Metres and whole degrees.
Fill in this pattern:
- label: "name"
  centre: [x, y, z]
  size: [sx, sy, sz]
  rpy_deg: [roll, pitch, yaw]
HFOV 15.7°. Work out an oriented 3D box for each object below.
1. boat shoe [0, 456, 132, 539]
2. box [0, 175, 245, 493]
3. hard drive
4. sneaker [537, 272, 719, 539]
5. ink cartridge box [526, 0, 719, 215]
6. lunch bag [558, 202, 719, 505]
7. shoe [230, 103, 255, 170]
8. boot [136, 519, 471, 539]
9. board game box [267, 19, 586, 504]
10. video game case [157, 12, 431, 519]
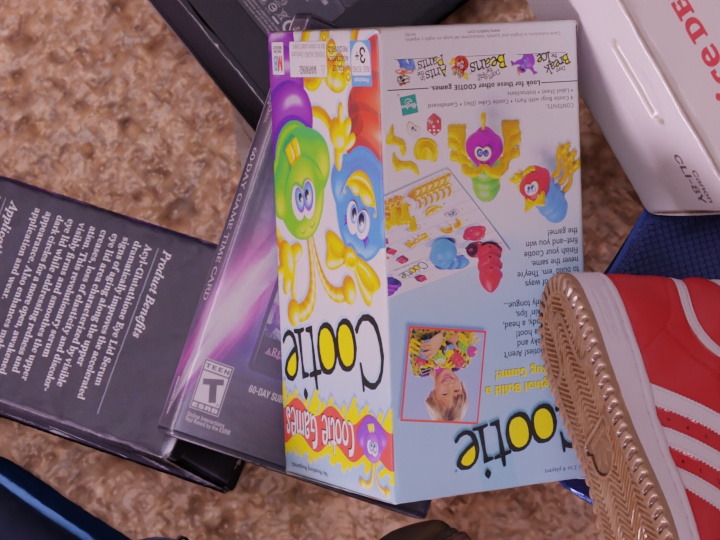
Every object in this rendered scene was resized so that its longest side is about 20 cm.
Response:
- label: "boat shoe"
  centre: [-0.135, 0.163, 1.282]
  size: [0.200, 0.084, 0.069]
  rpy_deg: [33, 93, 30]
- label: "box"
  centre: [-0.149, 0.024, 1.267]
  size: [0.200, 0.148, 0.104]
  rpy_deg: [17, 82, 11]
- label: "hard drive"
  centre: [-0.011, -0.172, 1.291]
  size: [0.200, 0.033, 0.140]
  rpy_deg: [-39, 89, -23]
- label: "sneaker"
  centre: [0.152, 0.085, 1.075]
  size: [0.112, 0.071, 0.200]
  rpy_deg: [-4, 61, -20]
- label: "ink cartridge box"
  centre: [0.184, -0.137, 1.166]
  size: [0.200, 0.083, 0.145]
  rpy_deg: [-37, 103, -21]
- label: "lunch bag"
  centre: [0.192, 0.069, 1.213]
  size: [0.200, 0.132, 0.136]
  rpy_deg: [31, 67, 12]
- label: "shoe"
  centre: [-0.055, -0.134, 1.322]
  size: [0.070, 0.053, 0.200]
  rpy_deg: [-4, 76, -36]
- label: "boot"
  centre: [-0.055, 0.139, 1.129]
  size: [0.200, 0.075, 0.097]
  rpy_deg: [-31, 74, -3]
- label: "board game box"
  centre: [0.029, -0.008, 1.149]
  size: [0.105, 0.103, 0.200]
  rpy_deg: [-5, 96, -29]
- label: "video game case"
  centre: [0.000, 0.000, 1.203]
  size: [0.143, 0.019, 0.200]
  rpy_deg: [21, 84, -29]
